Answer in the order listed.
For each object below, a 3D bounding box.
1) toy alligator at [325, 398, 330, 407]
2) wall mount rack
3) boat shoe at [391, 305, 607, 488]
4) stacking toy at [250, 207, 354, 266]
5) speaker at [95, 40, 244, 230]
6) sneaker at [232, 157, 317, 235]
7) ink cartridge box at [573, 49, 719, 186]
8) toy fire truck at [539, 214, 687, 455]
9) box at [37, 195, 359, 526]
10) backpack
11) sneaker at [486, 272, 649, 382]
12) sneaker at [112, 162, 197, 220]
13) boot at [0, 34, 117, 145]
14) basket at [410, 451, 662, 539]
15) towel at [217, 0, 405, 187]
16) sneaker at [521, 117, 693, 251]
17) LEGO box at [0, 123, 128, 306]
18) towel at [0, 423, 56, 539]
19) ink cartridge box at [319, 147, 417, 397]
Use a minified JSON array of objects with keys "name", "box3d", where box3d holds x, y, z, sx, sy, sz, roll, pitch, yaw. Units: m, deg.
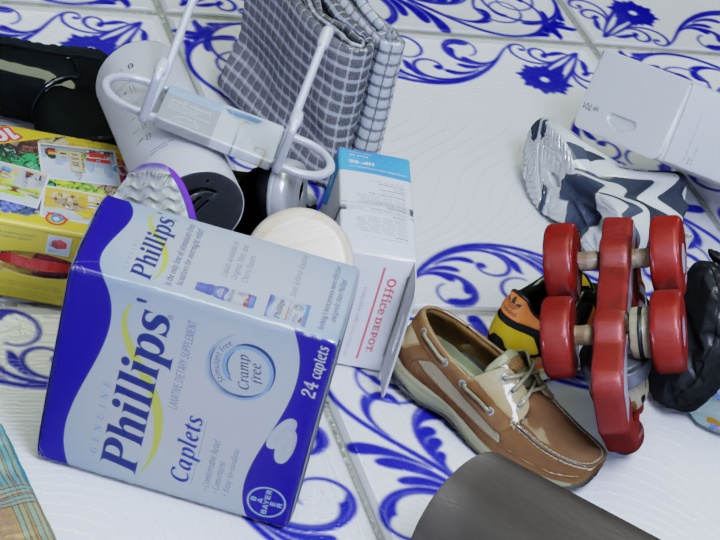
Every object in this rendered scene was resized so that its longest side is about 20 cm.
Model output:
[{"name":"toy alligator","box3d":[-0.095,0.059,1.693,0.054,0.059,0.200,-38,50,-4]},{"name":"wall mount rack","box3d":[-0.101,-0.154,1.700,0.199,0.075,0.174,21,30,-5]},{"name":"boat shoe","box3d":[0.111,0.100,1.698,0.200,0.074,0.076,33,36,19]},{"name":"stacking toy","box3d":[-0.059,0.007,1.675,0.085,0.086,0.200,12,-9,-7]},{"name":"speaker","box3d":[-0.160,-0.105,1.735,0.081,0.081,0.200,0,37,-23]},{"name":"sneaker","box3d":[-0.102,-0.056,1.783,0.111,0.073,0.200,12,-9,5]},{"name":"ink cartridge box","box3d":[0.332,-0.134,2.049,0.200,0.086,0.146,19,8,-36]},{"name":"toy fire truck","box3d":[0.212,0.058,1.702,0.112,0.168,0.200,-4,45,13]},{"name":"box","box3d":[-0.121,0.068,1.546,0.199,0.184,0.105,16,34,0]},{"name":"backpack","box3d":[0.358,0.073,1.796,0.199,0.167,0.127,9,53,-16]},{"name":"sneaker","box3d":[0.191,0.034,1.817,0.200,0.090,0.070,-16,45,-40]},{"name":"sneaker","box3d":[-0.151,-0.006,1.628,0.069,0.201,0.100,1,33,8]},{"name":"boot","box3d":[-0.284,-0.136,1.883,0.198,0.074,0.163,-1,40,-26]},{"name":"basket","box3d":[0.141,0.226,1.482,0.200,0.136,0.180,32,32,28]},{"name":"towel","box3d":[-0.050,-0.195,1.984,0.085,0.166,0.200,-16,44,-31]},{"name":"sneaker","box3d":[0.247,-0.075,2.021,0.129,0.080,0.199,4,26,-32]},{"name":"LEGO box","box3d":[-0.263,-0.045,1.747,0.199,0.077,0.149,10,33,-10]},{"name":"towel","box3d":[-0.287,0.178,1.460,0.146,0.022,0.200,-6,39,-29]},{"name":"ink cartridge box","box3d":[0.000,0.000,1.760,0.068,0.116,0.200,11,33,-9]}]
